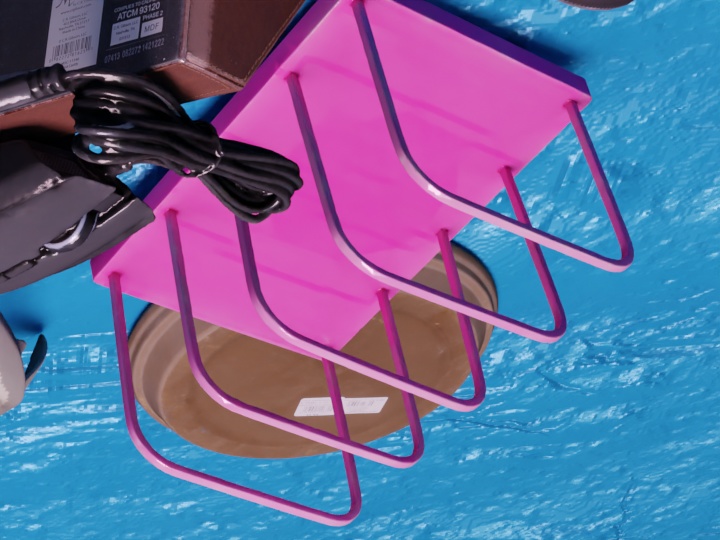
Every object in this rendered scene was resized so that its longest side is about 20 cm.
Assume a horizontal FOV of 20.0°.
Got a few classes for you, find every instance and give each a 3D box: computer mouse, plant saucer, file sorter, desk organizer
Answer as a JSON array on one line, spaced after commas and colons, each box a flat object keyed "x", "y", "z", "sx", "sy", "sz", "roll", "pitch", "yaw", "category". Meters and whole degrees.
[{"x": -0.133, "y": -0.024, "z": 0.726, "sx": 0.200, "sy": 0.046, "sz": 0.140, "roll": -6, "pitch": 164, "yaw": 24, "category": "computer mouse"}, {"x": -0.023, "y": 0.045, "z": 1.067, "sx": 0.200, "sy": 0.029, "sz": 0.200, "roll": -10, "pitch": 148, "yaw": -6, "category": "plant saucer"}, {"x": 0.000, "y": 0.000, "z": 0.887, "sx": 0.139, "sy": 0.125, "sz": 0.200, "roll": 21, "pitch": 128, "yaw": -34, "category": "file sorter"}, {"x": -0.111, "y": -0.075, "z": 0.756, "sx": 0.200, "sy": 0.072, "sz": 0.077, "roll": -11, "pitch": 157, "yaw": 37, "category": "desk organizer"}]

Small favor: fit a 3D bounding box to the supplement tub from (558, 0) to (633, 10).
[{"x": 0.115, "y": -0.181, "z": 0.701, "sx": 0.107, "sy": 0.107, "sz": 0.200, "roll": 4, "pitch": 144, "yaw": -25, "category": "supplement tub"}]

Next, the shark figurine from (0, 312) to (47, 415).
[{"x": -0.183, "y": 0.003, "z": 0.908, "sx": 0.128, "sy": 0.090, "sz": 0.214, "roll": 6, "pitch": 153, "yaw": 38, "category": "shark figurine"}]
